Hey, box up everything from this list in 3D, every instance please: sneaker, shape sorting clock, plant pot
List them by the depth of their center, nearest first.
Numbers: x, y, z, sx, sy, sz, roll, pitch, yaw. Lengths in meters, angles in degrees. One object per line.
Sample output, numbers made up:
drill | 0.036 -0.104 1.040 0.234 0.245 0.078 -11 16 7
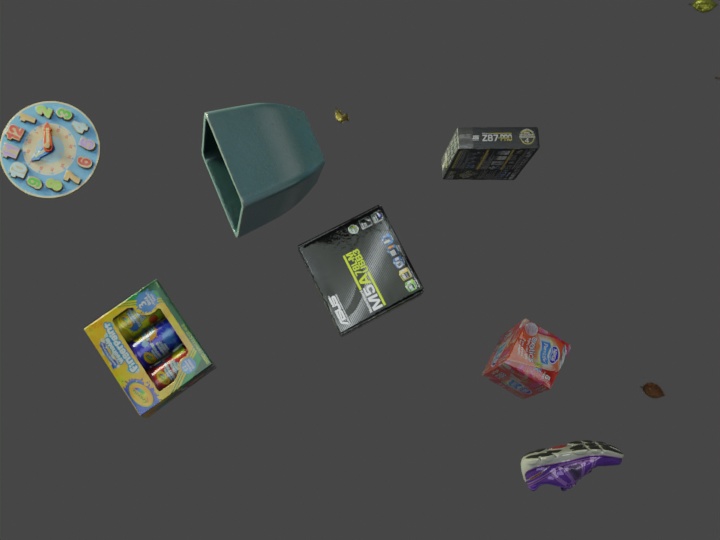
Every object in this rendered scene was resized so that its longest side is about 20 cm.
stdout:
sneaker | 0.410 0.380 1.644 0.196 0.081 0.085 -11 92 3
plant pot | -0.184 -0.213 1.668 0.197 0.196 0.199 -22 80 -18
shape sorting clock | -0.626 -0.245 1.715 0.196 0.039 0.204 1 78 -3

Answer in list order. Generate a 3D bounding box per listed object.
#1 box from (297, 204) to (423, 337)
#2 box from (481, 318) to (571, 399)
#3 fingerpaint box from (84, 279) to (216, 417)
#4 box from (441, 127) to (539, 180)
box | 0.000 0.000 1.701 0.190 0.048 0.203 -25 80 -11
box | 0.309 0.171 1.606 0.099 0.200 0.097 29 76 3
fingerpaint box | -0.401 0.150 1.628 0.166 0.073 0.201 -34 82 -10
box | 0.253 -0.229 1.688 0.158 0.200 0.050 -2 79 -3
